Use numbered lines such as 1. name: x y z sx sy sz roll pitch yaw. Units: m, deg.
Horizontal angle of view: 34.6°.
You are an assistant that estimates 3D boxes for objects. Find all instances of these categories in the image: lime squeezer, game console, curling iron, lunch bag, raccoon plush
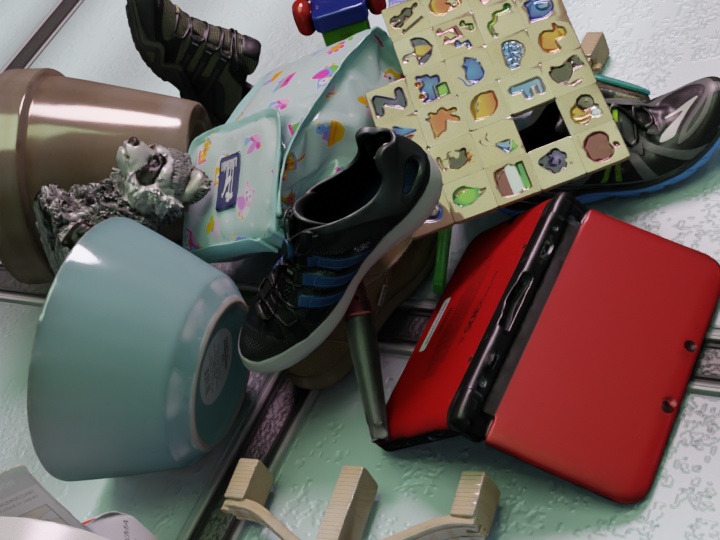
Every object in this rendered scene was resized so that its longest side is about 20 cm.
1. lime squeezer: 0.083 -0.081 0.929 0.038 0.071 0.200 -6 47 27
2. game console: 0.128 0.059 0.806 0.172 0.119 0.200 -28 28 56
3. curling iron: 0.006 0.026 0.825 0.050 0.026 0.200 -17 58 26
4. lunch bag: -0.055 -0.089 0.959 0.170 0.122 0.200 -7 39 54
5. raccoon plush: -0.193 -0.020 0.974 0.134 0.200 0.097 -20 53 -23

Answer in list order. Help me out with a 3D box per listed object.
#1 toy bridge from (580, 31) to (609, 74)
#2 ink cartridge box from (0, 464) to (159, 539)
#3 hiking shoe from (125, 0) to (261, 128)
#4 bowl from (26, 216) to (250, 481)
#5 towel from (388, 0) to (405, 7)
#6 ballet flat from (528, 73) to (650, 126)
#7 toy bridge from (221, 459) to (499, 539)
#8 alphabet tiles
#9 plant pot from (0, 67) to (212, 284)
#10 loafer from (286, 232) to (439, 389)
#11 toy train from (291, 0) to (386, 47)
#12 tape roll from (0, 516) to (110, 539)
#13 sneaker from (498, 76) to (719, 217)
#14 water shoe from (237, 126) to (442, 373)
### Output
1. toy bridge: 0.124 -0.183 1.037 0.200 0.027 0.067 8 55 36
2. ink cartridge box: -0.230 0.193 0.750 0.162 0.200 0.050 -24 41 8
3. hiking shoe: -0.148 -0.214 1.101 0.101 0.200 0.076 -21 47 9
4. bowl: -0.148 0.068 0.855 0.105 0.201 0.201 11 54 14
5. towel: 0.094 -0.254 1.098 0.145 0.024 0.200 -15 33 9
6. ballet flat: 0.140 -0.149 0.964 0.200 0.072 0.072 24 63 22
7. toy bridge: -0.010 0.164 0.767 0.200 0.027 0.067 -3 48 30
8. alphabet tiles: 0.089 -0.137 0.876 0.167 0.008 0.200 -21 64 8
9. plant pot: -0.227 -0.090 1.059 0.173 0.200 0.200 -3 46 6
10. loafer: 0.000 0.000 0.902 0.076 0.067 0.200 8 55 36
11. toy train: -0.014 -0.254 1.132 0.085 0.116 0.200 -15 38 6
12. tape roll: -0.185 0.226 0.690 0.203 0.203 0.037 -13 35 20
13. sneaker: 0.184 -0.100 0.877 0.199 0.083 0.071 -17 43 15
14. water shoe: -0.033 -0.018 0.806 0.200 0.079 0.072 -49 45 8
